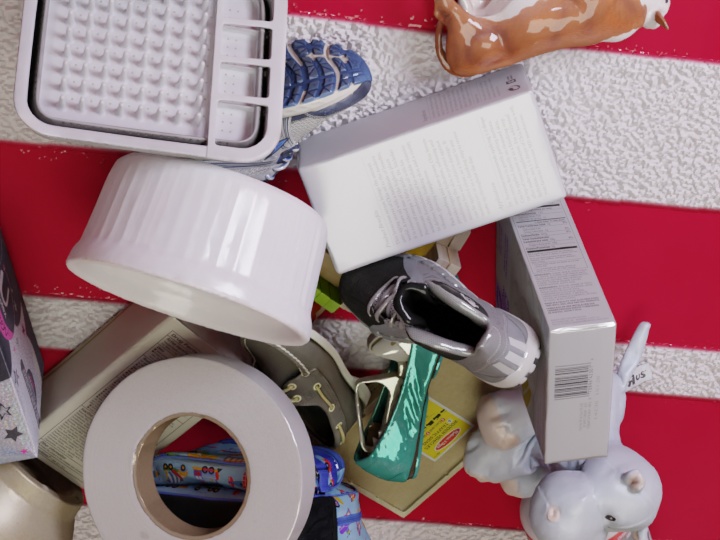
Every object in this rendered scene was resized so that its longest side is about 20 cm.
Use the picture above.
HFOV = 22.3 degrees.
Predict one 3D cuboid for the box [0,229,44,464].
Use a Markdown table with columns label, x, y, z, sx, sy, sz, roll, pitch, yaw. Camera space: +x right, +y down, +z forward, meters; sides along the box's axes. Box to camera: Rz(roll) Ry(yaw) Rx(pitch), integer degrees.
| label | x | y | z | sx | sy | sz | roll | pitch | yaw |
| --- | --- | --- | --- | --- | --- | --- | --- | --- | --- |
| box | -0.341 | 0.054 | 1.526 | 0.114 | 0.132 | 0.201 | -11 | 127 | 1 |

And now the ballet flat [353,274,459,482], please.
| label | x | y | z | sx | sy | sz | roll | pitch | yaw |
| --- | --- | --- | --- | --- | --- | --- | --- | --- | --- |
| ballet flat | 0.034 | 0.091 | 1.605 | 0.070 | 0.067 | 0.201 | 9 | 103 | -16 |

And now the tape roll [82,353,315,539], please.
| label | x | y | z | sx | sy | sz | roll | pitch | yaw |
| --- | --- | --- | --- | --- | --- | --- | --- | --- | --- |
| tape roll | -0.137 | 0.171 | 1.533 | 0.202 | 0.037 | 0.204 | 1 | 94 | 18 |

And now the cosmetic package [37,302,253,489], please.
| label | x | y | z | sx | sy | sz | roll | pitch | yaw |
| --- | --- | --- | --- | --- | --- | --- | --- | --- | --- |
| cosmetic package | -0.199 | 0.102 | 1.616 | 0.200 | 0.073 | 0.103 | -38 | 122 | 20 |

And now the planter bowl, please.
| label | x | y | z | sx | sy | sz | roll | pitch | yaw |
| --- | --- | --- | --- | --- | --- | --- | --- | --- | --- |
| planter bowl | -0.332 | 0.214 | 1.623 | 0.135 | 0.200 | 0.200 | -47 | 120 | 4 |

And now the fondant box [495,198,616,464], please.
| label | x | y | z | sx | sy | sz | roll | pitch | yaw |
| --- | --- | --- | --- | --- | --- | --- | --- | --- | --- |
| fondant box | 0.160 | 0.042 | 1.533 | 0.058 | 0.200 | 0.145 | -6 | 127 | -5 |

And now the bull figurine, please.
| label | x | y | z | sx | sy | sz | roll | pitch | yaw |
| --- | --- | --- | --- | --- | --- | --- | --- | --- | --- |
| bull figurine | 0.148 | -0.215 | 1.428 | 0.199 | 0.065 | 0.122 | -20 | 122 | 5 |

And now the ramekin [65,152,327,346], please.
| label | x | y | z | sx | sy | sz | roll | pitch | yaw |
| --- | --- | --- | --- | --- | --- | --- | --- | --- | --- |
| ramekin | -0.122 | -0.018 | 1.439 | 0.200 | 0.200 | 0.098 | 22 | 78 | -21 |

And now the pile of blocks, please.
| label | x | y | z | sx | sy | sz | roll | pitch | yaw |
| --- | --- | --- | --- | --- | --- | --- | --- | --- | --- |
| pile of blocks | 0.000 | 0.000 | 1.571 | 0.199 | 0.062 | 0.082 | -23 | 126 | 10 |

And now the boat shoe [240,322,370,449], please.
| label | x | y | z | sx | sy | sz | roll | pitch | yaw |
| --- | --- | --- | --- | --- | --- | --- | --- | --- | --- |
| boat shoe | -0.052 | 0.095 | 1.592 | 0.072 | 0.061 | 0.202 | 13 | 160 | 31 |

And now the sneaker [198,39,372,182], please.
| label | x | y | z | sx | sy | sz | roll | pitch | yaw |
| --- | --- | --- | --- | --- | --- | --- | --- | --- | --- |
| sneaker | -0.077 | -0.119 | 1.477 | 0.199 | 0.077 | 0.085 | -18 | 136 | 16 |

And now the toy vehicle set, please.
| label | x | y | z | sx | sy | sz | roll | pitch | yaw |
| --- | --- | --- | --- | --- | --- | --- | --- | --- | --- |
| toy vehicle set | 0.060 | 0.138 | 1.702 | 0.124 | 0.027 | 0.200 | 34 | 116 | -27 |

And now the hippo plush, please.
| label | x | y | z | sx | sy | sz | roll | pitch | yaw |
| --- | --- | --- | --- | --- | --- | --- | --- | --- | --- |
| hippo plush | 0.206 | 0.184 | 1.650 | 0.199 | 0.161 | 0.160 | -22 | 143 | -6 |

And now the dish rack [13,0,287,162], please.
| label | x | y | z | sx | sy | sz | roll | pitch | yaw |
| --- | --- | --- | --- | --- | --- | --- | --- | --- | --- |
| dish rack | -0.158 | -0.160 | 1.386 | 0.199 | 0.172 | 0.044 | 7 | 157 | -12 |

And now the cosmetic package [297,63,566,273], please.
| label | x | y | z | sx | sy | sz | roll | pitch | yaw |
| --- | --- | --- | --- | --- | --- | --- | --- | --- | --- |
| cosmetic package | 0.057 | -0.083 | 1.498 | 0.199 | 0.071 | 0.102 | -18 | 114 | 5 |

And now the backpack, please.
| label | x | y | z | sx | sy | sz | roll | pitch | yaw |
| --- | --- | --- | --- | --- | --- | --- | --- | --- | --- |
| backpack | -0.081 | 0.223 | 1.658 | 0.182 | 0.200 | 0.135 | 2 | 93 | 37 |

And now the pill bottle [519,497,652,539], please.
| label | x | y | z | sx | sy | sz | roll | pitch | yaw |
| --- | --- | --- | --- | --- | --- | --- | --- | --- | --- |
| pill bottle | 0.233 | 0.287 | 1.779 | 0.113 | 0.114 | 0.201 | -18 | 127 | 7 |

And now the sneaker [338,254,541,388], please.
| label | x | y | z | sx | sy | sz | roll | pitch | yaw |
| --- | --- | --- | --- | --- | --- | --- | --- | --- | --- |
| sneaker | 0.043 | 0.023 | 1.453 | 0.115 | 0.199 | 0.075 | 28 | 86 | -54 |
